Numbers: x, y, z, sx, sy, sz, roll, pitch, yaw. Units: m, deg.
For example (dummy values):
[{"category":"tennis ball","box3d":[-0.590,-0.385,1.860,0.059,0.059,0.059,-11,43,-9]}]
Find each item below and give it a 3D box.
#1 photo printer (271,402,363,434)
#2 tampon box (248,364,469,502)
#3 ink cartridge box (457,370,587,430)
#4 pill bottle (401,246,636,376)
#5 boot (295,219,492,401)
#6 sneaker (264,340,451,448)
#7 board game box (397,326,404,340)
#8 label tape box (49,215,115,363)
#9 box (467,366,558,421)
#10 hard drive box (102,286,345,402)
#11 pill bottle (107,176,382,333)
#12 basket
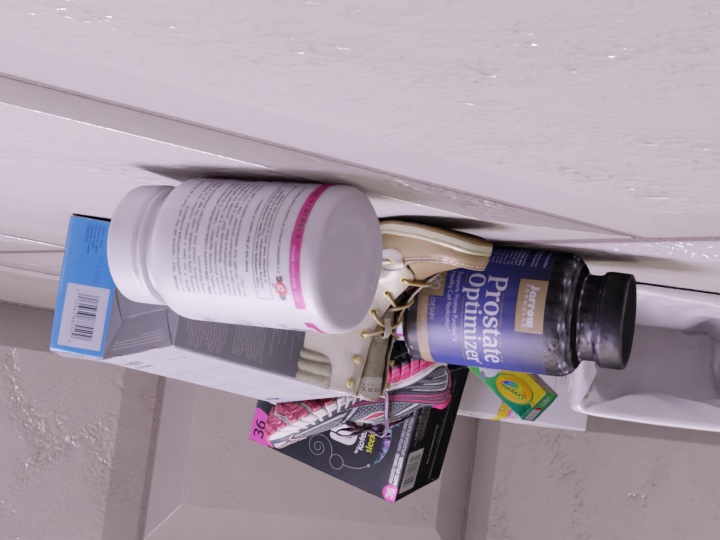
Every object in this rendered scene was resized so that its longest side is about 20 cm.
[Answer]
[{"category":"photo printer","box3d":[-0.056,0.074,1.813,0.199,0.167,0.070,22,148,24]},{"category":"tampon box","box3d":[-0.002,0.149,1.911,0.198,0.151,0.126,20,-166,23]},{"category":"ink cartridge box","box3d":[0.171,0.113,2.086,0.198,0.146,0.147,10,175,-19]},{"category":"pill bottle","box3d":[0.145,0.036,1.518,0.198,0.113,0.112,5,174,18]},{"category":"boot","box3d":[0.025,0.036,1.452,0.199,0.156,0.072,3,173,42]},{"category":"sneaker","box3d":[-0.002,0.137,1.685,0.198,0.075,0.081,-21,-159,0]},{"category":"board game box","box3d":[0.029,0.029,1.733,0.198,0.035,0.135,7,-160,11]},{"category":"label tape box","box3d":[-0.293,0.025,1.838,0.065,0.145,0.200,8,174,-3]},{"category":"box","box3d":[0.129,0.083,1.864,0.200,0.048,0.117,47,-175,14]},{"category":"hard drive box","box3d":[-0.121,0.066,1.596,0.199,0.078,0.155,18,164,-31]},{"category":"pill bottle","box3d":[-0.093,-0.015,1.316,0.198,0.115,0.113,5,174,28]},{"category":"basket","box3d":[0.315,0.091,1.729,0.198,0.137,0.123,7,176,0]}]
